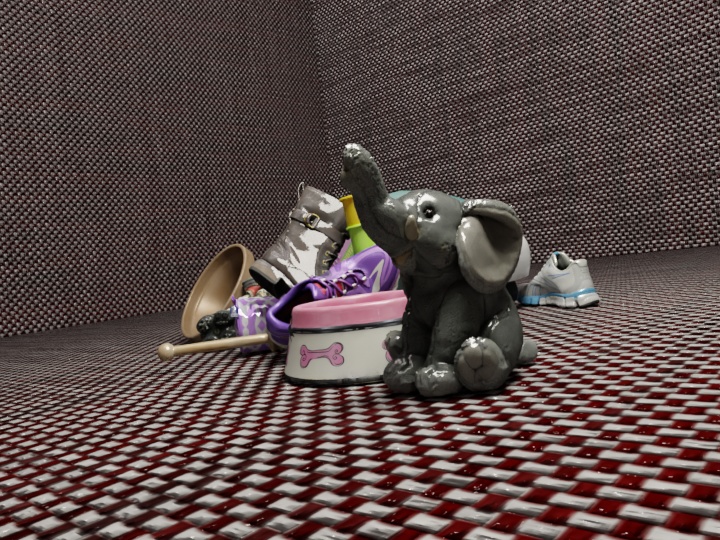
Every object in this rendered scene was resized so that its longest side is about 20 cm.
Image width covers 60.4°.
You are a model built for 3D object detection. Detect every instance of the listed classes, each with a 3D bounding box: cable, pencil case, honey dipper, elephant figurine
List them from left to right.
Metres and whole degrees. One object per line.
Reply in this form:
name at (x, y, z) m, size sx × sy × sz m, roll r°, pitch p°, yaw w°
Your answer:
honey dipper at (-0.174, 0.097, 0.838) m, size 0.193 × 0.039 × 0.038 m, roll -6°, pitch 1°, yaw -7°
cable at (-0.135, 0.025, 1.119) m, size 0.095 × 0.052 × 0.197 m, roll -13°, pitch -3°, yaw 39°
pencil case at (-0.097, 0.070, 0.928) m, size 0.194 × 0.087 × 0.085 m, roll -4°, pitch -37°, yaw -14°
elephant figurine at (0.073, -0.006, 0.529) m, size 0.137 × 0.207 × 0.155 m, roll -7°, pitch 1°, yaw 15°

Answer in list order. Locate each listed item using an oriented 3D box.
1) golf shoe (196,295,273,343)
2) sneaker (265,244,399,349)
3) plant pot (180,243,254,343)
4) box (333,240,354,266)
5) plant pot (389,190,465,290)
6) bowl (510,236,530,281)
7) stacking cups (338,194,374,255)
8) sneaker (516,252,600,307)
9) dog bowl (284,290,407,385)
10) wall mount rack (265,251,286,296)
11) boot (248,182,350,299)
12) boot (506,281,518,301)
golf shoe at (-0.171, 0.083, 1.035) m, size 0.193 × 0.080 × 0.094 m, roll -6°, pitch 1°, yaw 4°
sneaker at (-0.031, 0.031, 0.781) m, size 0.197 × 0.081 × 0.084 m, roll -34°, pitch -18°, yaw -9°
plant pot at (-0.252, 0.060, 1.195) m, size 0.092 × 0.205 × 0.198 m, roll 36°, pitch -24°, yaw -30°
box at (0.000, 0.000, 1.107) m, size 0.096 × 0.179 × 0.198 m, roll 41°, pitch 26°, yaw 27°
plant pot at (0.094, -0.033, 0.907) m, size 0.139 × 0.145 × 0.198 m, roll -20°, pitch 37°, yaw -38°
bowl at (0.184, -0.055, 1.056) m, size 0.197 × 0.077 × 0.197 m, roll 29°, pitch 23°, yaw 37°
stacking cups at (0.019, -0.005, 0.863) m, size 0.059 × 0.206 × 0.061 m, roll -12°, pitch 4°, yaw 1°
sneaker at (0.330, 0.014, 1.052) m, size 0.073 × 0.090 × 0.199 m, roll -9°, pitch 0°, yaw -19°
dog bowl at (0.009, 0.067, 0.677) m, size 0.193 × 0.076 × 0.200 m, roll -7°, pitch 0°, yaw 0°
wall mount rack at (-0.142, 0.022, 1.239) m, size 0.197 × 0.177 × 0.074 m, roll -26°, pitch -51°, yaw 31°
boot at (-0.047, -0.019, 0.886) m, size 0.176 × 0.198 × 0.069 m, roll -53°, pitch -4°, yaw -21°
boot at (0.155, 0.025, 1.059) m, size 0.196 × 0.079 × 0.166 m, roll 18°, pitch 17°, yaw 32°
